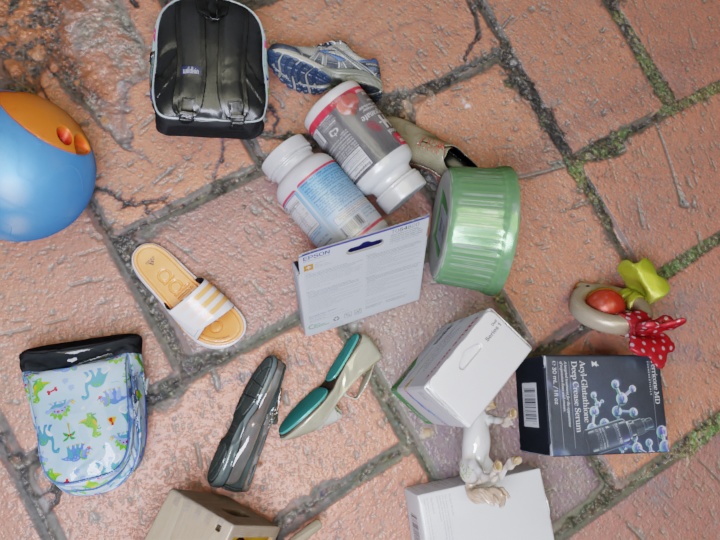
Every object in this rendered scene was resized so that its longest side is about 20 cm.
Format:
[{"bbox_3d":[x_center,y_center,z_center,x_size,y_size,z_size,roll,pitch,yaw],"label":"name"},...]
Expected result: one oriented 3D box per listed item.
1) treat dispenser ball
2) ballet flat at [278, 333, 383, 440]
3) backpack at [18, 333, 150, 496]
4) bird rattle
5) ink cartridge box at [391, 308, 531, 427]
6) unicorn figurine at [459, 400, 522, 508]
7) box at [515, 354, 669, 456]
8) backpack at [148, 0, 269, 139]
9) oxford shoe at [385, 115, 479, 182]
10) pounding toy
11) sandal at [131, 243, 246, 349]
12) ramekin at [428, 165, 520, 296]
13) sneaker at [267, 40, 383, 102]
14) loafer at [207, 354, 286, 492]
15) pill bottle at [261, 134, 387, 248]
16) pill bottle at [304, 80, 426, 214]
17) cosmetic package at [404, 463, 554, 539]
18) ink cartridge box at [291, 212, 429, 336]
[{"bbox_3d":[-0.464,-0.139,0.835,0.200,0.201,0.202,2,79,-11],"label":"treat dispenser ball"},{"bbox_3d":[-0.038,0.186,0.930,0.069,0.069,0.200,40,74,-1],"label":"ballet flat"},{"bbox_3d":[-0.363,0.197,0.832,0.162,0.154,0.201,-6,93,-19],"label":"backpack"},{"bbox_3d":[0.419,0.072,0.998,0.162,0.113,0.200,8,36,16],"label":"bird rattle"},{"bbox_3d":[0.138,0.145,0.899,0.084,0.200,0.145,43,74,0],"label":"ink cartridge box"},{"bbox_3d":[0.176,0.235,0.894,0.074,0.137,0.201,27,60,-9],"label":"unicorn figurine"},{"bbox_3d":[0.360,0.211,0.979,0.199,0.107,0.149,1,78,-12],"label":"box"},{"bbox_3d":[-0.226,-0.302,0.941,0.177,0.151,0.201,-1,86,-14],"label":"backpack"},{"bbox_3d":[0.119,-0.203,1.029,0.199,0.075,0.071,30,75,-4],"label":"oxford shoe"},{"bbox_3d":[-0.176,0.383,0.808,0.142,0.200,0.185,20,74,22],"label":"pounding toy"},{"bbox_3d":[-0.260,0.037,0.914,0.207,0.059,0.079,41,75,-1],"label":"sandal"},{"bbox_3d":[0.168,-0.065,0.953,0.097,0.200,0.201,6,78,-3],"label":"ramekin"},{"bbox_3d":[-0.057,-0.341,1.031,0.199,0.077,0.086,14,67,-16],"label":"sneaker"},{"bbox_3d":[-0.153,0.224,0.903,0.063,0.072,0.201,30,81,-25],"label":"loafer"},{"bbox_3d":[-0.058,-0.108,0.958,0.109,0.109,0.200,-40,89,-16],"label":"pill bottle"},{"bbox_3d":[0.011,-0.191,0.987,0.111,0.111,0.200,-38,88,-16],"label":"pill bottle"},{"bbox_3d":[0.176,0.365,0.926,0.199,0.081,0.114,-5,80,-13],"label":"cosmetic package"},{"bbox_3d":[0.000,0.000,0.907,0.199,0.200,0.041,-17,54,-15],"label":"ink cartridge box"}]
